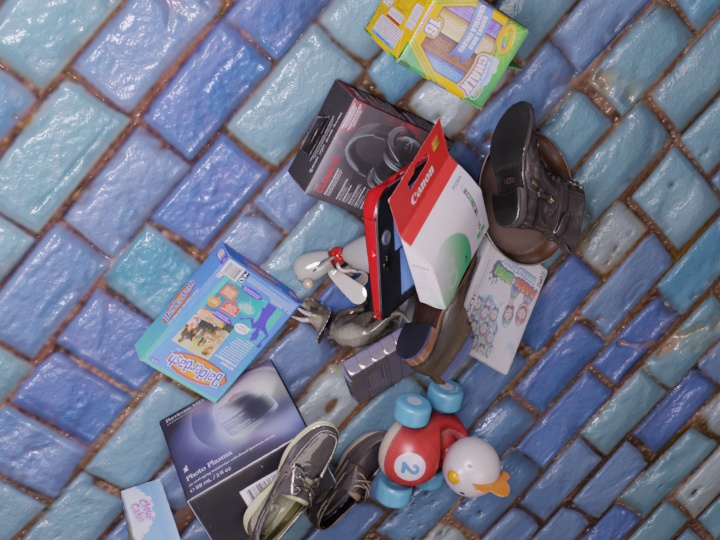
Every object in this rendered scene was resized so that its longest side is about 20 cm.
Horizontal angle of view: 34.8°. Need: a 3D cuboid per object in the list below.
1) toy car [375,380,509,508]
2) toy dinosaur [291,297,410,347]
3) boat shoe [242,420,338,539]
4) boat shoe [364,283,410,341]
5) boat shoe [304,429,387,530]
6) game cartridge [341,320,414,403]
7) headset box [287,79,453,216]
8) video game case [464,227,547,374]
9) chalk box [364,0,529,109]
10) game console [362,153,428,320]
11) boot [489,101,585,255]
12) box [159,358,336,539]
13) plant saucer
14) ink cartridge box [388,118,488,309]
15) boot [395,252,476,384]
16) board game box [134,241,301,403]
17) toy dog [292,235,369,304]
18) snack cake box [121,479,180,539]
[{"bbox_3d":[0.148,0.309,1.842,0.176,0.198,0.187,-15,124,-48],"label":"toy car"},{"bbox_3d":[-0.003,0.085,1.667,0.102,0.198,0.078,-28,118,-34],"label":"toy dinosaur"},{"bbox_3d":[-0.088,0.301,1.582,0.071,0.066,0.202,30,102,-32],"label":"boat shoe"},{"bbox_3d":[0.055,0.022,1.731,0.064,0.075,0.204,0,123,-32],"label":"boat shoe"},{"bbox_3d":[-0.010,0.353,1.895,0.074,0.073,0.200,35,101,-36],"label":"boat shoe"},{"bbox_3d":[0.035,0.143,1.754,0.128,0.039,0.200,-26,162,-5],"label":"game cartridge"},{"bbox_3d":[0.006,-0.160,1.591,0.198,0.077,0.150,19,109,-35],"label":"headset box"},{"bbox_3d":[0.211,0.050,1.778,0.199,0.023,0.185,31,80,-52],"label":"video game case"},{"bbox_3d":[0.129,-0.309,1.530,0.198,0.125,0.125,24,107,-33],"label":"chalk box"},{"bbox_3d":[0.068,-0.051,1.542,0.200,0.031,0.180,-37,126,-50],"label":"game console"},{"bbox_3d":[0.268,-0.133,1.687,0.172,0.069,0.204,9,85,-42],"label":"boot"},{"bbox_3d":[-0.170,0.267,1.689,0.198,0.199,0.124,-29,124,-7],"label":"box"},{"bbox_3d":[0.241,-0.108,1.715,0.198,0.032,0.204,1,88,-37],"label":"plant saucer"},{"bbox_3d":[0.110,-0.074,1.540,0.162,0.049,0.201,-59,149,-32],"label":"ink cartridge box"},{"bbox_3d":[0.128,0.066,1.663,0.097,0.074,0.202,46,68,-39],"label":"boot"},{"bbox_3d":[-0.205,0.078,1.655,0.200,0.045,0.152,-48,127,7],"label":"board game box"},{"bbox_3d":[0.000,0.000,1.623,0.131,0.098,0.199,28,137,-32],"label":"toy dog"},{"bbox_3d":[-0.303,0.428,1.722,0.066,0.200,0.117,-14,124,-16],"label":"snack cake box"}]
